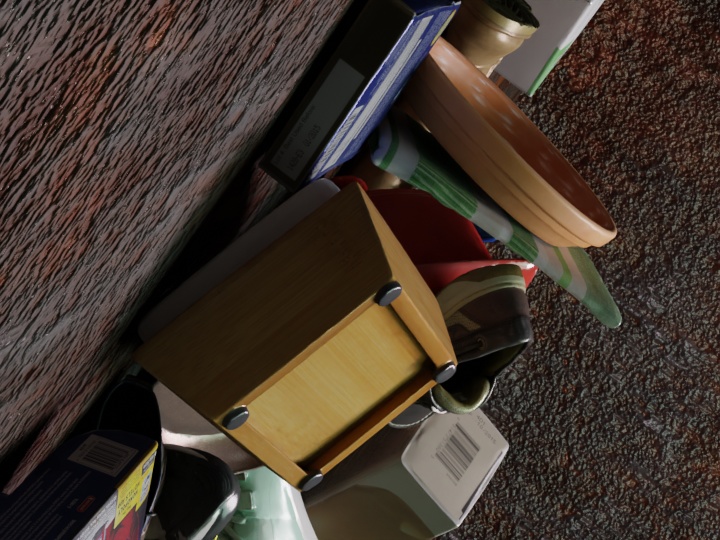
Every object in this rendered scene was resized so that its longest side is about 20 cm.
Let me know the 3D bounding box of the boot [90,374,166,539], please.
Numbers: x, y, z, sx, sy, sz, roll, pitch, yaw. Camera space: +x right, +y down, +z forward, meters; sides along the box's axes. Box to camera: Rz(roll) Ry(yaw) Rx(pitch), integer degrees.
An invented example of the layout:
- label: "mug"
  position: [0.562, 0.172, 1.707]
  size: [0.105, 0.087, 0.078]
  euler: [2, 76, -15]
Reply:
- label: "boot"
  position: [-0.159, 0.156, 1.140]
  size: [0.097, 0.074, 0.201]
  euler: [104, -1, -54]

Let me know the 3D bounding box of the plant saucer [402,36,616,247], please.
- label: "plant saucer"
  position: [0.094, -0.085, 1.337]
  size: [0.037, 0.200, 0.200]
  euler: [-45, 179, 13]

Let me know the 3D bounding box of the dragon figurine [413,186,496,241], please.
- label: "dragon figurine"
  position: [0.084, -0.038, 1.567]
  size: [0.059, 0.099, 0.200]
  euler: [-50, 180, 33]

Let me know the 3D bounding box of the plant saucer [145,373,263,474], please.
- label: "plant saucer"
  position: [-0.064, 0.070, 1.301]
  size: [0.199, 0.032, 0.201]
  euler: [-20, 151, -12]

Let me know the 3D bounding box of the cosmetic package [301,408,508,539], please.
- label: "cosmetic package"
  position: [0.010, 0.172, 1.522]
  size: [0.200, 0.071, 0.105]
  euler: [-32, -167, 44]

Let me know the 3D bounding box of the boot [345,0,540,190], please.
- label: "boot"
  position: [0.057, -0.128, 1.512]
  size: [0.200, 0.066, 0.175]
  euler: [-54, 176, 13]

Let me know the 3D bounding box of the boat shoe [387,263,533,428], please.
- label: "boat shoe"
  position: [0.060, 0.068, 1.349]
  size: [0.071, 0.066, 0.201]
  euler: [-2, 151, -26]

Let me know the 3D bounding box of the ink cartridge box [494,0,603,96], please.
- label: "ink cartridge box"
  position: [0.185, -0.271, 1.690]
  size: [0.200, 0.087, 0.145]
  euler: [-50, 175, -32]

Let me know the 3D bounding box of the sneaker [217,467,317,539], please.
- label: "sneaker"
  position: [-0.102, 0.175, 1.407]
  size: [0.073, 0.201, 0.118]
  euler: [-7, -157, 44]

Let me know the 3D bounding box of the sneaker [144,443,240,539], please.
- label: "sneaker"
  position: [-0.125, 0.158, 1.300]
  size: [0.084, 0.075, 0.200]
  euler: [-3, 164, -35]

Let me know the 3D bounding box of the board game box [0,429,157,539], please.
- label: "board game box"
  position: [-0.180, 0.205, 0.999]
  size: [0.200, 0.061, 0.201]
  euler: [-50, 155, -64]

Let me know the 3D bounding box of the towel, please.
- label: "towel"
  position: [0.084, -0.041, 1.334]
  size: [0.023, 0.200, 0.153]
  euler: [-51, -167, 11]

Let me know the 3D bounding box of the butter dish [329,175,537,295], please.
- label: "butter dish"
  position: [0.000, 0.000, 1.428]
  size: [0.198, 0.149, 0.200]
  euler: [-5, 153, -20]

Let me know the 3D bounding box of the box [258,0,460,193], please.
- label: "box"
  position: [0.004, -0.115, 1.168]
  size: [0.121, 0.032, 0.200]
  euler: [-55, 176, 14]

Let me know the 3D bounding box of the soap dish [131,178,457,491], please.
- label: "soap dish"
  position: [-0.029, 0.045, 1.151]
  size: [0.157, 0.081, 0.200]
  euler: [-38, 154, 0]
